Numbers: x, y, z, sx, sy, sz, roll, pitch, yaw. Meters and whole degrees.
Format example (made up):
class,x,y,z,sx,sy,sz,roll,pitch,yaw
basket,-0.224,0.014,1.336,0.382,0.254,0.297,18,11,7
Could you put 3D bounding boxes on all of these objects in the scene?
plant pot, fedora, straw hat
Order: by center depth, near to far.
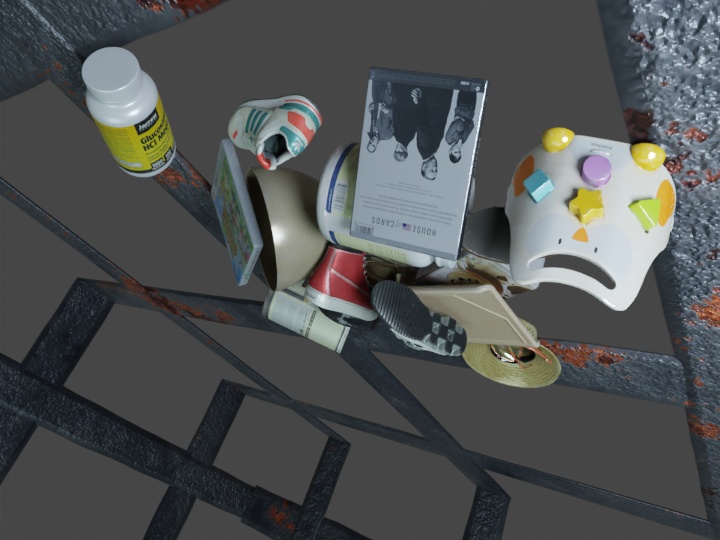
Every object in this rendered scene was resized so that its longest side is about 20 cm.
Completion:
class,x,y,z,sx,sy,sz,roll,pitch,yaw
plant pot,-0.105,-0.080,0.918,0.130,0.207,0.201,-13,163,-18
straw hat,0.294,0.138,1.041,0.194,0.087,0.203,17,149,10
fedora,-0.018,0.062,1.109,0.195,0.094,0.201,23,-175,-2

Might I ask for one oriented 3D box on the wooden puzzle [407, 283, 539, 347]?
class,x,y,z,sx,sy,sz,roll,pitch,yaw
wooden puzzle,0.176,0.069,0.896,0.181,0.038,0.199,-2,148,45

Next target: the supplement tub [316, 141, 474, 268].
class,x,y,z,sx,sy,sz,roll,pitch,yaw
supplement tub,0.050,-0.090,0.765,0.194,0.148,0.146,16,154,19

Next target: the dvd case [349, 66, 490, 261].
class,x,y,z,sx,sy,sz,roll,pitch,yaw
dvd case,0.066,-0.129,0.656,0.146,0.208,0.025,14,-164,22

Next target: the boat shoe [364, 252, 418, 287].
class,x,y,z,sx,sy,sz,roll,pitch,yaw
boat shoe,0.079,0.026,1.017,0.196,0.077,0.074,16,-166,19

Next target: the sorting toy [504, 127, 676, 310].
class,x,y,z,sx,sy,sz,roll,pitch,yaw
sorting toy,0.249,-0.049,0.611,0.194,0.184,0.108,15,155,20

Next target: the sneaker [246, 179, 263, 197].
class,x,y,z,sx,sy,sz,roll,pitch,yaw
sneaker,-0.198,-0.107,1.042,0.074,0.089,0.201,27,154,0

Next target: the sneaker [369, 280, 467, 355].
class,x,y,z,sx,sy,sz,roll,pitch,yaw
sneaker,0.076,0.086,0.877,0.198,0.076,0.087,35,153,-27

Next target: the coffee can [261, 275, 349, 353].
class,x,y,z,sx,sy,sz,roll,pitch,yaw
coffee can,-0.106,0.078,1.234,0.195,0.150,0.147,25,156,1

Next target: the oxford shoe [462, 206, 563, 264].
class,x,y,z,sx,sy,sz,roll,pitch,yaw
oxford shoe,0.204,-0.039,0.731,0.193,0.074,0.071,1,169,-23

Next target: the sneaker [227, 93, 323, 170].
class,x,y,z,sx,sy,sz,roll,pitch,yaw
sneaker,-0.145,-0.197,0.809,0.195,0.096,0.071,3,148,40

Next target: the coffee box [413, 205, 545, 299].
class,x,y,z,sx,sy,sz,roll,pitch,yaw
coffee box,0.184,-0.008,0.870,0.111,0.082,0.199,31,155,-13

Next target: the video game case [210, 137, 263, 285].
class,x,y,z,sx,sy,sz,roll,pitch,yaw
video game case,-0.227,-0.099,0.985,0.021,0.206,0.182,-13,164,-25

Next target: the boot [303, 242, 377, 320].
class,x,y,z,sx,sy,sz,roll,pitch,yaw
boot,0.000,0.000,0.926,0.071,0.148,0.198,26,-177,33

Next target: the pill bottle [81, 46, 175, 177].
class,x,y,z,sx,sy,sz,roll,pitch,yaw
pill bottle,-0.379,-0.256,0.897,0.109,0.115,0.201,22,156,5
